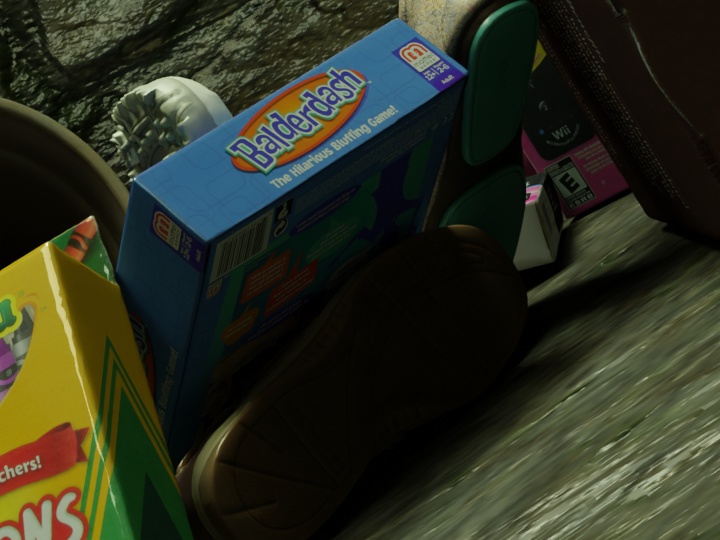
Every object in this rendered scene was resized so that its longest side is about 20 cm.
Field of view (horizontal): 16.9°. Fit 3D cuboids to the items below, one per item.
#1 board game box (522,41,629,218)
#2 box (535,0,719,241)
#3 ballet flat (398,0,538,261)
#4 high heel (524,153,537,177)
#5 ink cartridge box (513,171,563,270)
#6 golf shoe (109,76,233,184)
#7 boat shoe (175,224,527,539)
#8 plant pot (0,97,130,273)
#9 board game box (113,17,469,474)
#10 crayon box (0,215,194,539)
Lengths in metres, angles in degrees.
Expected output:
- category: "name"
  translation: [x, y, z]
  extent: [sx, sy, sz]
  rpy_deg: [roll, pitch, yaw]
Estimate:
- category: "board game box"
  translation: [0.114, -0.147, 1.191]
  extent: [0.147, 0.201, 0.064]
  rpy_deg: [-28, 8, 33]
- category: "box"
  translation: [0.164, -0.123, 0.979]
  extent: [0.164, 0.166, 0.200]
  rpy_deg: [-33, 8, -2]
- category: "ballet flat"
  translation: [0.037, -0.056, 1.053]
  extent: [0.068, 0.067, 0.201]
  rpy_deg: [-26, -40, -35]
- category: "high heel"
  translation: [0.036, -0.060, 1.265]
  extent: [0.200, 0.096, 0.067]
  rpy_deg: [-39, 50, 6]
- category: "ink cartridge box"
  translation: [0.000, 0.000, 1.184]
  extent: [0.199, 0.037, 0.095]
  rpy_deg: [-18, 8, 10]
- category: "golf shoe"
  translation: [-0.045, -0.044, 1.053]
  extent: [0.097, 0.078, 0.200]
  rpy_deg: [-40, -22, -9]
- category: "boat shoe"
  translation: [-0.009, 0.050, 0.988]
  extent: [0.072, 0.072, 0.200]
  rpy_deg: [-26, 15, 51]
- category: "plant pot"
  translation: [-0.198, 0.043, 1.113]
  extent: [0.200, 0.200, 0.174]
  rpy_deg: [-36, -12, -23]
- category: "board game box"
  translation: [-0.039, 0.010, 0.995]
  extent: [0.152, 0.045, 0.201]
  rpy_deg: [-34, -27, -37]
- category: "crayon box"
  translation: [-0.134, 0.081, 0.882]
  extent: [0.127, 0.201, 0.051]
  rpy_deg: [-31, -34, 16]
